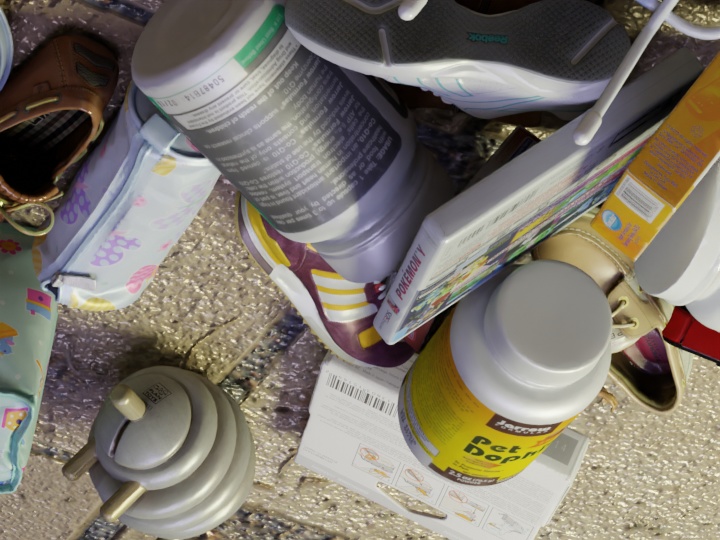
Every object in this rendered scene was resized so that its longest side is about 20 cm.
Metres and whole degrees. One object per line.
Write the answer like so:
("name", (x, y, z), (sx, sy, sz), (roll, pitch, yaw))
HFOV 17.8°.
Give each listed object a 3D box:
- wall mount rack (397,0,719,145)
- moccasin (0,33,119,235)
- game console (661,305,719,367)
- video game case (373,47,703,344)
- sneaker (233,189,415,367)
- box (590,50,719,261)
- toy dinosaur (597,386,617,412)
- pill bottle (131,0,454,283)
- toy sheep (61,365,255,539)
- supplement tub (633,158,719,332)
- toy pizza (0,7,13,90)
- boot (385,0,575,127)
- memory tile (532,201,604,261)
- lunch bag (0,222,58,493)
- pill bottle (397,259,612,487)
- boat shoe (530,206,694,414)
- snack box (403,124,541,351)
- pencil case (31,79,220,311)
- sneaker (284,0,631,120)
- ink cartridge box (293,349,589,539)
("wall mount rack", (0.120, -0.174, 1.246), (0.200, 0.075, 0.174), (35, 96, 1))
("moccasin", (-0.223, -0.072, 1.505), (0.073, 0.078, 0.201), (29, 137, -31))
("game console", (0.316, 0.068, 1.544), (0.199, 0.177, 0.031), (6, 106, -45))
("video game case", (0.103, -0.043, 1.391), (0.200, 0.023, 0.182), (-34, 168, -20))
("sneaker", (0.000, 0.000, 1.579), (0.090, 0.075, 0.200), (-14, 140, 32))
("box", (0.214, -0.104, 1.331), (0.041, 0.200, 0.119), (36, 166, 5))
("toy dinosaur", (0.127, 0.069, 1.687), (0.199, 0.061, 0.107), (5, 121, -11))
("pill bottle", (-0.037, -0.090, 1.410), (0.113, 0.113, 0.200), (-23, 125, 32))
("toy sheep", (-0.146, 0.138, 1.732), (0.137, 0.139, 0.200), (-5, 155, 13))
("supplement tub", (0.289, -0.019, 1.462), (0.199, 0.146, 0.146), (15, 142, -15))
("toy pizza", (-0.315, -0.157, 1.441), (0.199, 0.032, 0.201), (4, 144, 3))
("boot", (0.110, -0.145, 1.381), (0.187, 0.069, 0.200), (5, 144, 0))
("memory tile", (0.198, -0.019, 1.582), (0.153, 0.017, 0.200), (-25, 133, 33))
("lunch bag", (-0.315, 0.048, 1.597), (0.199, 0.171, 0.122), (10, 135, -7))
("pill bottle", (0.099, 0.066, 1.532), (0.109, 0.110, 0.200), (12, 155, -10))
("boat shoe", (0.176, 0.027, 1.575), (0.074, 0.067, 0.200), (-20, 136, 29))
("snack box", (0.070, -0.018, 1.526), (0.024, 0.072, 0.200), (36, 152, 7))
("pencil case", (-0.149, -0.053, 1.514), (0.090, 0.083, 0.200), (-24, 163, -41))
("sneaker", (0.052, -0.122, 1.336), (0.199, 0.071, 0.080), (12, 154, 1))
("ink cartridge box", (0.056, 0.134, 1.726), (0.199, 0.045, 0.176), (26, 151, 4))
